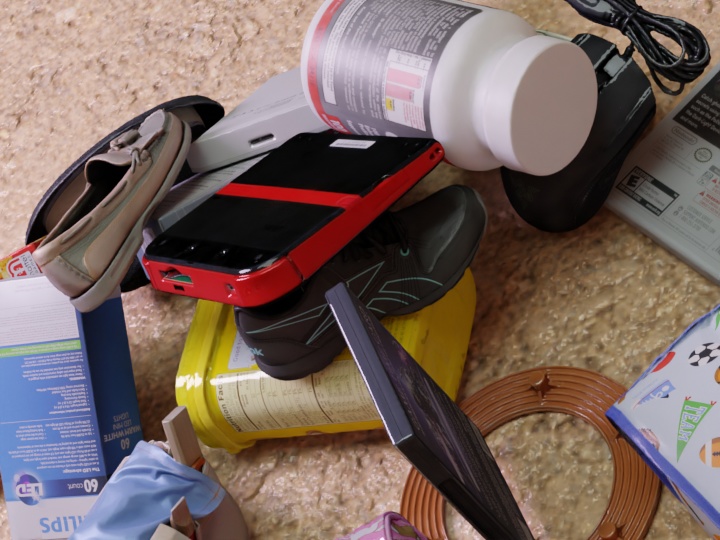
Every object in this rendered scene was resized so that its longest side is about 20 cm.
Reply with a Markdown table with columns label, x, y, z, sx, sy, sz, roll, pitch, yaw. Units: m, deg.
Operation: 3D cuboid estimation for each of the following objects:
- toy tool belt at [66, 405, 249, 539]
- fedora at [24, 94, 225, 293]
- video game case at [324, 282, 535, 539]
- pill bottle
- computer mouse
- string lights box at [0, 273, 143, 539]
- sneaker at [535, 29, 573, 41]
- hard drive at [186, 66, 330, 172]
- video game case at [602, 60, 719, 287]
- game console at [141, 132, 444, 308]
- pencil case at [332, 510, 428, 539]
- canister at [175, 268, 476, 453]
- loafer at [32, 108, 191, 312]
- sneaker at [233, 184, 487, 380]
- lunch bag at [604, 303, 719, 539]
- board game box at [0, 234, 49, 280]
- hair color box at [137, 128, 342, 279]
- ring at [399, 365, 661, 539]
| label | x | y | z | sx | sy | sz | roll | pitch | yaw |
| --- | --- | --- | --- | --- | --- | --- | --- | --- | --- |
| toy tool belt | -0.162 | 0.202 | 1.536 | 0.124 | 0.123 | 0.200 | 14 | 53 | 21 |
| fedora | -0.174 | -0.050 | 1.770 | 0.200 | 0.201 | 0.092 | -39 | 76 | 2 |
| video game case | 0.052 | 0.109 | 1.417 | 0.019 | 0.200 | 0.143 | -35 | 45 | 9 |
| pill bottle | 0.062 | -0.136 | 1.547 | 0.200 | 0.116 | 0.116 | 20 | 69 | 42 |
| computer mouse | 0.154 | -0.114 | 1.573 | 0.138 | 0.053 | 0.200 | 38 | 120 | 25 |
| string lights box | -0.227 | 0.102 | 1.652 | 0.102 | 0.059 | 0.201 | -6 | 94 | 29 |
| sneaker | 0.128 | -0.156 | 1.674 | 0.200 | 0.090 | 0.067 | 15 | 67 | 40 |
| hard drive | -0.048 | -0.136 | 1.743 | 0.131 | 0.027 | 0.200 | -18 | 15 | 23 |
| video game case | 0.292 | -0.073 | 1.552 | 0.182 | 0.023 | 0.200 | -45 | 44 | -4 |
| game console | -0.052 | -0.039 | 1.527 | 0.177 | 0.031 | 0.200 | -37 | 23 | -23 |
| pencil case | -0.035 | 0.245 | 1.473 | 0.200 | 0.083 | 0.087 | -33 | 12 | 14 |
| canister | -0.024 | 0.054 | 1.612 | 0.199 | 0.087 | 0.149 | -7 | 51 | 31 |
| loafer | -0.183 | -0.059 | 1.615 | 0.072 | 0.063 | 0.200 | -31 | 28 | 40 |
| sneaker | 0.000 | 0.000 | 1.524 | 0.200 | 0.079 | 0.075 | -36 | 44 | 1 |
| lunch bag | 0.273 | 0.100 | 1.362 | 0.170 | 0.124 | 0.200 | -43 | 52 | -1 |
| board game box | -0.303 | 0.083 | 1.740 | 0.199 | 0.152 | 0.046 | -26 | 4 | 15 |
| hair color box | -0.077 | -0.060 | 1.685 | 0.200 | 0.061 | 0.099 | -29 | 15 | -20 |
| ring | 0.113 | 0.150 | 1.501 | 0.200 | 0.019 | 0.201 | -18 | 48 | 21 |
